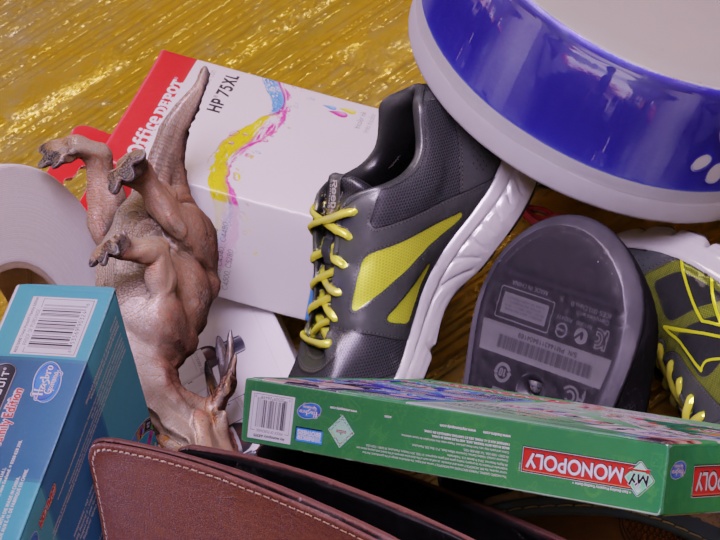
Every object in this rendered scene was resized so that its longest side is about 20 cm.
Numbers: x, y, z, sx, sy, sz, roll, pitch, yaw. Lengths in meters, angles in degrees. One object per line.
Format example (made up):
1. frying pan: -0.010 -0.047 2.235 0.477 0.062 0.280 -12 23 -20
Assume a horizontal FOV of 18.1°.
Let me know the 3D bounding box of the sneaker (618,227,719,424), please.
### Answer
1. sneaker: 0.167 0.045 1.036 0.200 0.075 0.085 23 61 38

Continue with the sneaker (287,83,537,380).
1. sneaker: 0.000 0.000 1.063 0.074 0.085 0.200 7 62 58

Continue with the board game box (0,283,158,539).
1. board game box: -0.124 0.130 0.954 0.047 0.201 0.151 3 44 13

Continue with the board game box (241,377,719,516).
1. board game box: 0.070 0.069 0.926 0.199 0.134 0.029 7 90 37

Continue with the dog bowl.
1. dog bowl: 0.128 -0.118 1.074 0.199 0.079 0.201 14 40 -12

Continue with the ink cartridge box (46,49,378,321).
1. ink cartridge box: -0.068 -0.046 1.176 0.199 0.067 0.116 15 36 4

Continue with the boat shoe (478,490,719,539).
1. boat shoe: 0.132 0.140 0.937 0.199 0.072 0.073 7 58 1

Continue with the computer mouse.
1. computer mouse: 0.081 0.072 1.034 0.138 0.053 0.201 25 100 36

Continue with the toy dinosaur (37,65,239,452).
1. toy dinosaur: -0.094 0.010 1.076 0.086 0.135 0.201 -13 55 38

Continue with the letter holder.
1. letter holder: 0.000 0.121 0.895 0.199 0.143 0.100 16 37 39

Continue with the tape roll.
1. tape roll: -0.178 0.049 1.074 0.037 0.203 0.203 2 49 26

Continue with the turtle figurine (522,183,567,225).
1. turtle figurine: 0.119 -0.094 1.185 0.200 0.101 0.150 -29 62 -28

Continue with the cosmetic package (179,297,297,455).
1. cosmetic package: -0.072 0.053 1.166 0.082 0.051 0.200 -26 43 -2
